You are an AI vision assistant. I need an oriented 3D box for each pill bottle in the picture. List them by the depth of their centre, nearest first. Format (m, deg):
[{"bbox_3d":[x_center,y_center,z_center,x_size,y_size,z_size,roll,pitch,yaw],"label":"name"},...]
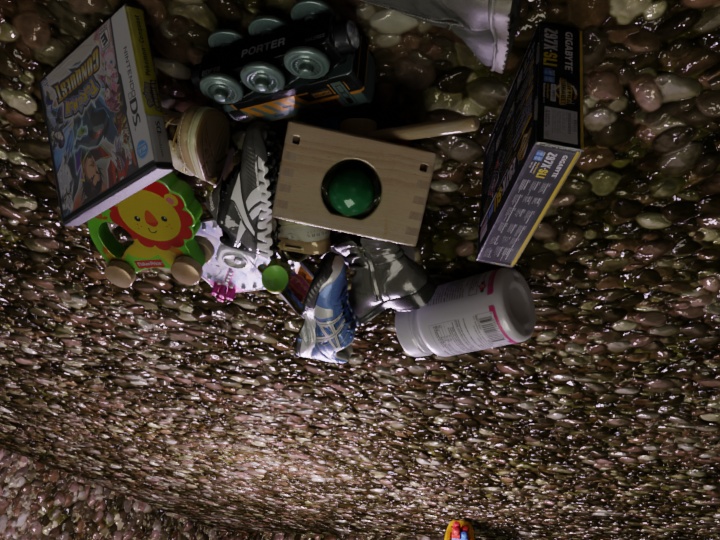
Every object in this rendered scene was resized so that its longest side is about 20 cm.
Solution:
[{"bbox_3d":[0.159,0.071,1.096,0.199,0.114,0.113,-17,140,37],"label":"pill bottle"}]

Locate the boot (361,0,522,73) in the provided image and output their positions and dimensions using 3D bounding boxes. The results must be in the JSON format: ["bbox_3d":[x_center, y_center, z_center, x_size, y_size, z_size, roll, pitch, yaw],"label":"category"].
[{"bbox_3d":[0.044,-0.249,0.638,0.199,0.073,0.182,13,176,12],"label":"boot"}]

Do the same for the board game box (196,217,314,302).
[{"bbox_3d":[-0.203,-0.014,1.139,0.199,0.026,0.200,-7,145,25],"label":"board game box"}]

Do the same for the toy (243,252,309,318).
[{"bbox_3d":[-0.108,0.017,1.020,0.115,0.047,0.200,47,178,4],"label":"toy"}]

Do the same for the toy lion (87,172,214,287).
[{"bbox_3d":[-0.315,-0.068,1.028,0.199,0.069,0.192,-3,130,22],"label":"toy lion"}]

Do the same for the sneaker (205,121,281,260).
[{"bbox_3d":[-0.141,-0.089,0.832,0.090,0.067,0.201,6,139,-2],"label":"sneaker"}]

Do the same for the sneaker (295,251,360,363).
[{"bbox_3d":[-0.035,0.052,0.940,0.077,0.076,0.201,19,140,6],"label":"sneaker"}]

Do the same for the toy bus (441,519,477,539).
[{"bbox_3d":[0.344,0.943,2.455,0.135,0.200,0.193,2,113,10],"label":"toy bus"}]

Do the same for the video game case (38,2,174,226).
[{"bbox_3d":[-0.289,-0.165,0.780,0.199,0.182,0.025,-19,171,38],"label":"video game case"}]

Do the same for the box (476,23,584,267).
[{"bbox_3d":[0.171,-0.123,0.730,0.049,0.160,0.200,10,148,-2],"label":"box"}]

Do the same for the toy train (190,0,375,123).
[{"bbox_3d":[-0.079,-0.207,0.742,0.199,0.086,0.114,-8,154,27],"label":"toy train"}]

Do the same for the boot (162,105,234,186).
[{"bbox_3d":[-0.229,-0.161,0.805,0.154,0.072,0.200,23,175,-4],"label":"boot"}]

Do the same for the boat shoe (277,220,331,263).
[{"bbox_3d":[-0.093,-0.044,0.959,0.074,0.067,0.200,-13,-177,-20],"label":"boat shoe"}]

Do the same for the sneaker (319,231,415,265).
[{"bbox_3d":[0.006,-0.030,1.018,0.114,0.081,0.200,3,146,23],"label":"sneaker"}]

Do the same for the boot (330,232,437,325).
[{"bbox_3d":[0.000,0.000,0.953,0.199,0.068,0.131,-19,119,45],"label":"boot"}]

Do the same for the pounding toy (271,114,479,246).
[{"bbox_3d":[0.010,-0.116,0.767,0.183,0.143,0.200,11,-168,-4],"label":"pounding toy"}]
